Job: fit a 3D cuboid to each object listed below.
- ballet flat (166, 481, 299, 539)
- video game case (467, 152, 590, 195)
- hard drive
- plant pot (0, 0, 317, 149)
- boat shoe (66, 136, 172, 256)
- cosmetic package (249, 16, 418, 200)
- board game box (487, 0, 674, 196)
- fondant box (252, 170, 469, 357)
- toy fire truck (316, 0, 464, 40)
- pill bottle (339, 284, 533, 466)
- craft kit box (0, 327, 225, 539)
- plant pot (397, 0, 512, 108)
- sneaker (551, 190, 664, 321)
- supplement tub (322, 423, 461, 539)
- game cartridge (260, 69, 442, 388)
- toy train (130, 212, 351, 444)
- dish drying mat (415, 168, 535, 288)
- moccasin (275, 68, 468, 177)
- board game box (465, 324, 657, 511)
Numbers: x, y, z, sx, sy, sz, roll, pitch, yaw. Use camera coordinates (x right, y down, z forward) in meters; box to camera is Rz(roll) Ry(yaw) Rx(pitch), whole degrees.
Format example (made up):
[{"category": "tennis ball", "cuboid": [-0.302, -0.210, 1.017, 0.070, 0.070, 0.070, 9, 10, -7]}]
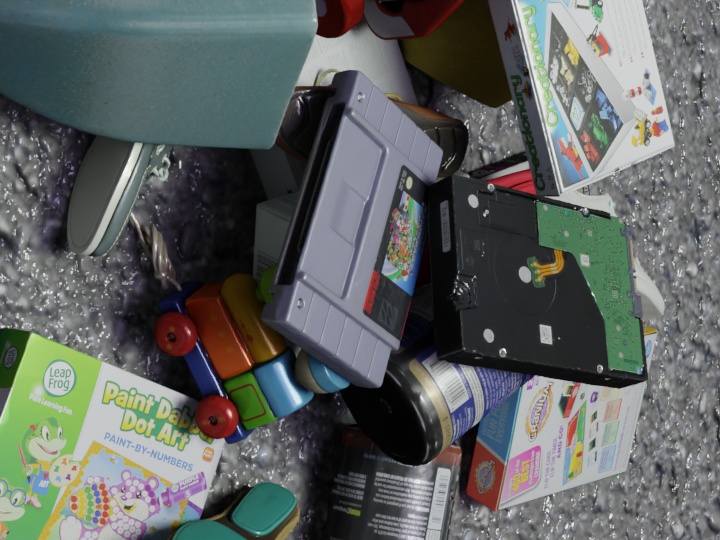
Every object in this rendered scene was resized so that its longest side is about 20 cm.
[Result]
[{"category": "ballet flat", "cuboid": [-0.099, 0.219, 1.212, 0.063, 0.068, 0.200, -66, 164, 16]}, {"category": "video game case", "cuboid": [0.154, -0.005, 1.486, 0.181, 0.036, 0.202, -21, 107, -38]}, {"category": "hard drive", "cuboid": [0.138, 0.012, 1.236, 0.199, 0.038, 0.141, 10, 69, -36]}, {"category": "plant pot", "cuboid": [-0.155, -0.199, 1.069, 0.198, 0.196, 0.197, -6, 72, -15]}, {"category": "boat shoe", "cuboid": [-0.157, -0.095, 1.177, 0.062, 0.073, 0.201, 31, 68, -35]}, {"category": "cosmetic package", "cuboid": [-0.041, -0.176, 1.288, 0.151, 0.051, 0.201, -36, 116, -36]}, {"category": "board game box", "cuboid": [0.168, -0.172, 1.229, 0.126, 0.035, 0.201, -23, 105, -29]}, {"category": "fondant box", "cuboid": [0.000, 0.000, 1.301, 0.199, 0.058, 0.145, -18, 122, -43]}, {"category": "toy fire truck", "cuboid": [0.017, -0.265, 1.189, 0.112, 0.167, 0.201, -42, 118, -31]}, {"category": "pill bottle", "cuboid": [0.086, 0.059, 1.287, 0.200, 0.112, 0.112, -35, 115, -28]}, {"category": "craft kit box", "cuboid": [-0.206, 0.168, 1.170, 0.199, 0.048, 0.199, 27, 72, -40]}, {"category": "plant pot", "cuboid": [0.106, -0.223, 1.347, 0.199, 0.200, 0.143, 19, 106, -41]}, {"category": "sneaker", "cuboid": [0.225, -0.026, 1.483, 0.200, 0.075, 0.089, 38, 57, -36]}, {"category": "supplement tub", "cuboid": [0.019, 0.235, 1.335, 0.107, 0.107, 0.202, 15, 84, -41]}, {"category": "game cartridge", "cuboid": [0.001, -0.029, 1.169, 0.129, 0.038, 0.201, 35, 63, -43]}, {"category": "toy train", "cuboid": [-0.093, 0.020, 1.189, 0.201, 0.115, 0.085, 65, 25, -9]}, {"category": "dish drying mat", "cuboid": [0.089, -0.034, 1.327, 0.199, 0.018, 0.077, -19, 127, -45]}, {"category": "moccasin", "cuboid": [-0.002, -0.115, 1.254, 0.200, 0.077, 0.074, -5, 113, -45]}, {"category": "board game box", "cuboid": [0.192, 0.132, 1.495, 0.199, 0.040, 0.154, -7, 113, -44]}]
